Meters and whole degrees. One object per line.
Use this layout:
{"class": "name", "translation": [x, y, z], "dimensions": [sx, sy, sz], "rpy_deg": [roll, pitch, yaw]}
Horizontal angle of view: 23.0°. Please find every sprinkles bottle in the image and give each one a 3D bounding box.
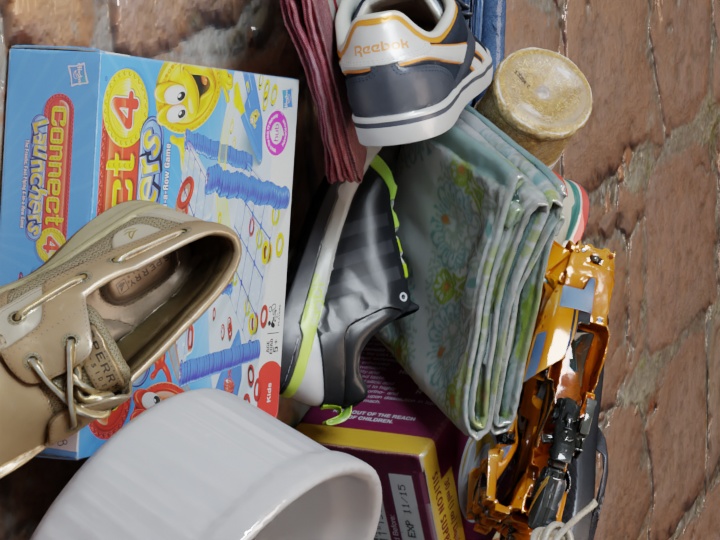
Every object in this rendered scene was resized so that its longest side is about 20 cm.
{"class": "sprinkles bottle", "translation": [0.090, -0.070, 1.194], "dimensions": [0.200, 0.068, 0.068], "rpy_deg": [120, -6, -58]}

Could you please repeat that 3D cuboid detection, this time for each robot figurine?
{"class": "robot figurine", "translation": [0.114, 0.088, 1.136], "dimensions": [0.145, 0.058, 0.200], "rpy_deg": [110, -4, -70]}

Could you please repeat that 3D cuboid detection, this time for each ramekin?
{"class": "ramekin", "translation": [-0.087, 0.157, 0.898], "dimensions": [0.200, 0.098, 0.201], "rpy_deg": [-44, 155, -27]}

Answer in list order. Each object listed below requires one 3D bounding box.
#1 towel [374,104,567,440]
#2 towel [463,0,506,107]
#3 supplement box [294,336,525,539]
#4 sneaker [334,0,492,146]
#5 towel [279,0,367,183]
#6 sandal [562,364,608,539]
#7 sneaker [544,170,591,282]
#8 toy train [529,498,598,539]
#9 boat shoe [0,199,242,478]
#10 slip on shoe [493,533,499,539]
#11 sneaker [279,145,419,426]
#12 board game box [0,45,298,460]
{"class": "towel", "translation": [0.055, -0.011, 1.111], "dimensions": [0.048, 0.200, 0.171], "rpy_deg": [2, 113, -24]}
{"class": "towel", "translation": [0.069, -0.209, 1.226], "dimensions": [0.112, 0.048, 0.200], "rpy_deg": [-126, -144, -77]}
{"class": "supplement box", "translation": [0.047, 0.115, 1.215], "dimensions": [0.200, 0.103, 0.131], "rpy_deg": [-51, 137, -48]}
{"class": "sneaker", "translation": [0.033, -0.134, 1.041], "dimensions": [0.200, 0.078, 0.080], "rpy_deg": [-67, 147, -72]}
{"class": "towel", "translation": [-0.015, -0.162, 1.072], "dimensions": [0.200, 0.023, 0.144], "rpy_deg": [-80, 160, -55]}
{"class": "sandal", "translation": [0.145, 0.135, 1.193], "dimensions": [0.043, 0.076, 0.200], "rpy_deg": [23, 64, -22]}
{"class": "sneaker", "translation": [0.119, 0.007, 1.396], "dimensions": [0.093, 0.070, 0.200], "rpy_deg": [27, 72, -43]}
{"class": "toy train", "translation": [0.085, 0.235, 1.038], "dimensions": [0.200, 0.085, 0.116], "rpy_deg": [-39, 141, -35]}
{"class": "boat shoe", "translation": [-0.134, 0.036, 0.788], "dimensions": [0.200, 0.064, 0.071], "rpy_deg": [-47, 128, -31]}
{"class": "slip on shoe", "translation": [0.064, 0.194, 1.321], "dimensions": [0.074, 0.061, 0.200], "rpy_deg": [50, 22, 0]}
{"class": "sneaker", "translation": [0.000, 0.000, 1.105], "dimensions": [0.072, 0.083, 0.200], "rpy_deg": [145, -33, -74]}
{"class": "board game box", "translation": [-0.109, -0.011, 0.934], "dimensions": [0.196, 0.056, 0.200], "rpy_deg": [-5, 99, -63]}
